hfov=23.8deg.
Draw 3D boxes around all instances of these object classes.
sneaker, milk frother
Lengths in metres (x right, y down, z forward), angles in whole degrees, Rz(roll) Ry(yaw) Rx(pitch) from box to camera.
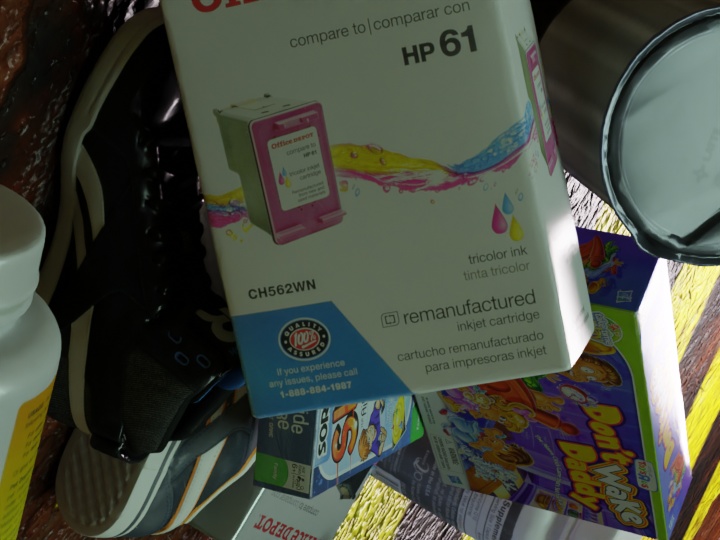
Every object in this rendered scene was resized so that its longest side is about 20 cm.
[{"bbox_3d":[-0.082,-0.008,0.773,0.073,0.112,0.200,-17,131,-60],"label":"sneaker"},{"bbox_3d":[0.106,-0.124,0.798,0.188,0.199,0.181,-127,-128,-67],"label":"milk frother"},{"bbox_3d":[-0.081,0.048,0.879,0.079,0.078,0.200,12,114,-52],"label":"sneaker"}]

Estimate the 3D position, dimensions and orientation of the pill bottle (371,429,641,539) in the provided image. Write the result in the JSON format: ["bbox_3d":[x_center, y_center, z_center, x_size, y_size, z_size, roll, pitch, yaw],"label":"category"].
[{"bbox_3d":[0.106,0.141,1.223,0.113,0.200,0.113,-47,155,-31],"label":"pill bottle"}]

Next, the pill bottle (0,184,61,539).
[{"bbox_3d":[-0.179,0.064,0.655,0.109,0.109,0.200,-23,136,-56],"label":"pill bottle"}]

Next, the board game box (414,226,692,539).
[{"bbox_3d":[0.093,0.053,0.877,0.045,0.134,0.200,-62,151,-32],"label":"board game box"}]

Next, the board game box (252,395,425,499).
[{"bbox_3d":[0.000,0.000,0.857,0.135,0.034,0.201,-19,117,-62],"label":"board game box"}]

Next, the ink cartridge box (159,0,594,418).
[{"bbox_3d":[0.008,-0.051,0.730,0.085,0.144,0.201,-33,111,-73],"label":"ink cartridge box"}]

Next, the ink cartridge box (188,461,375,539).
[{"bbox_3d":[-0.032,0.068,1.001,0.200,0.083,0.146,-60,157,-5],"label":"ink cartridge box"}]
